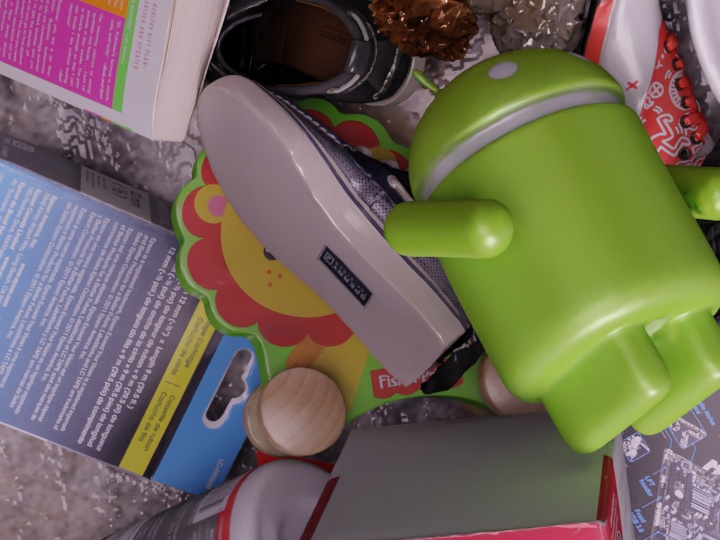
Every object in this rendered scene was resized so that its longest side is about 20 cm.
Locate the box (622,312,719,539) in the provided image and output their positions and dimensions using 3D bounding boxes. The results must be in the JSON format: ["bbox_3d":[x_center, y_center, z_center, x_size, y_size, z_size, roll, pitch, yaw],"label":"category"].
[{"bbox_3d":[0.185,0.144,0.972,0.198,0.050,0.200,-33,93,13],"label":"box"}]

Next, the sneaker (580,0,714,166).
[{"bbox_3d":[0.166,-0.079,0.928,0.108,0.067,0.202,10,104,5],"label":"sneaker"}]

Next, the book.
[{"bbox_3d":[-0.159,-0.162,0.934,0.200,0.048,0.134,25,106,33],"label":"book"}]

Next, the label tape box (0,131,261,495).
[{"bbox_3d":[-0.146,0.028,0.991,0.200,0.066,0.143,23,104,-17],"label":"label tape box"}]

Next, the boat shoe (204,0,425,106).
[{"bbox_3d":[-0.065,-0.131,0.933,0.200,0.068,0.072,16,107,31],"label":"boat shoe"}]

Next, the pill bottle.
[{"bbox_3d":[-0.094,0.189,0.968,0.200,0.114,0.114,-28,95,34],"label":"pill bottle"}]

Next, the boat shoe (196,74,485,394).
[{"bbox_3d":[0.006,-0.033,0.906,0.200,0.093,0.075,51,142,7],"label":"boat shoe"}]

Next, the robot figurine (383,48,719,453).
[{"bbox_3d":[0.096,-0.018,0.822,0.116,0.175,0.200,-50,58,50],"label":"robot figurine"}]

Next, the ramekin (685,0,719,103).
[{"bbox_3d":[0.257,-0.141,0.813,0.200,0.098,0.201,4,107,14],"label":"ramekin"}]

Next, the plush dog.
[{"bbox_3d":[0.033,-0.197,0.872,0.160,0.172,0.200,0,101,10],"label":"plush dog"}]

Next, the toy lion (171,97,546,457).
[{"bbox_3d":[0.000,0.000,0.951,0.200,0.069,0.192,-7,85,-12],"label":"toy lion"}]

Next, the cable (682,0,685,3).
[{"bbox_3d":[0.141,-0.207,0.872,0.200,0.050,0.097,32,85,-26],"label":"cable"}]

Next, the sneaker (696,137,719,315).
[{"bbox_3d":[0.231,0.012,0.890,0.091,0.076,0.200,-26,110,-20],"label":"sneaker"}]

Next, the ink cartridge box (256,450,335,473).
[{"bbox_3d":[0.025,0.195,0.979,0.200,0.050,0.161,7,109,18],"label":"ink cartridge box"}]

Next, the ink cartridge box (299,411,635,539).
[{"bbox_3d":[0.067,0.189,0.850,0.144,0.145,0.200,-7,105,12],"label":"ink cartridge box"}]
